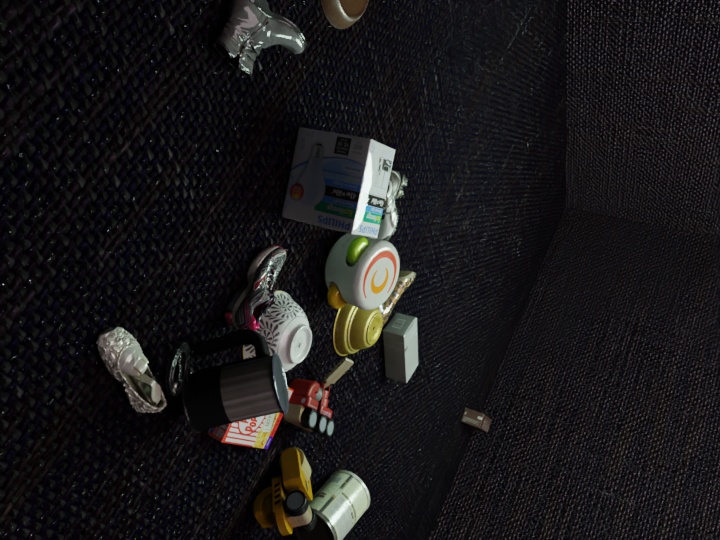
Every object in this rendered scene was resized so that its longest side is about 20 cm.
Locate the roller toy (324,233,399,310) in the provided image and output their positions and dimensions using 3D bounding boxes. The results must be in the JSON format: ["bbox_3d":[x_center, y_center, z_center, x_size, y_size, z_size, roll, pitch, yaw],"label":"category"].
[{"bbox_3d":[0.000,0.000,1.720,0.181,0.138,0.204,-9,114,-49],"label":"roller toy"}]

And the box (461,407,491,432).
[{"bbox_3d":[0.565,0.729,3.224,0.076,0.099,0.200,-68,152,-13],"label":"box"}]

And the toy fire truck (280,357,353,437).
[{"bbox_3d":[-0.108,0.313,1.710,0.176,0.126,0.204,48,50,-58],"label":"toy fire truck"}]

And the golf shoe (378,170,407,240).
[{"bbox_3d":[0.061,-0.180,1.837,0.093,0.077,0.204,8,95,-45],"label":"golf shoe"}]

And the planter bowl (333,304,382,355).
[{"bbox_3d":[0.008,0.155,1.875,0.200,0.082,0.204,-37,135,-49],"label":"planter bowl"}]

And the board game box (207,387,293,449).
[{"bbox_3d":[-0.244,0.317,1.503,0.154,0.046,0.200,-66,152,-7],"label":"board game box"}]

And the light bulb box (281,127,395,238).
[{"bbox_3d":[-0.049,-0.192,1.463,0.124,0.195,0.204,4,99,-60],"label":"light bulb box"}]

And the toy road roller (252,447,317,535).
[{"bbox_3d":[-0.198,0.567,1.684,0.202,0.143,0.124,-101,177,-45],"label":"toy road roller"}]

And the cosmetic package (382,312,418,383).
[{"bbox_3d":[0.132,0.253,2.163,0.107,0.089,0.203,-50,141,-45],"label":"cosmetic package"}]

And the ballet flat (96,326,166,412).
[{"bbox_3d":[-0.385,0.176,1.149,0.072,0.071,0.202,-53,145,-36],"label":"ballet flat"}]

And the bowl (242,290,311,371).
[{"bbox_3d":[-0.172,0.156,1.519,0.200,0.093,0.204,-39,136,-51],"label":"bowl"}]

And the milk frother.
[{"bbox_3d":[-0.251,0.207,1.250,0.200,0.184,0.184,15,62,-87],"label":"milk frother"}]

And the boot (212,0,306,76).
[{"bbox_3d":[-0.189,-0.420,1.235,0.199,0.069,0.134,23,86,-52],"label":"boot"}]

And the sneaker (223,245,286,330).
[{"bbox_3d":[-0.207,0.040,1.412,0.202,0.073,0.081,-64,151,-22],"label":"sneaker"}]

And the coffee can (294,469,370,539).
[{"bbox_3d":[-0.080,0.695,1.910,0.199,0.144,0.149,-32,131,-53],"label":"coffee can"}]

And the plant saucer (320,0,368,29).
[{"bbox_3d":[-0.025,-0.639,1.463,0.200,0.034,0.204,-39,137,-49],"label":"plant saucer"}]

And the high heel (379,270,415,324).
[{"bbox_3d":[0.101,0.085,2.025,0.198,0.071,0.145,-22,119,-41],"label":"high heel"}]
